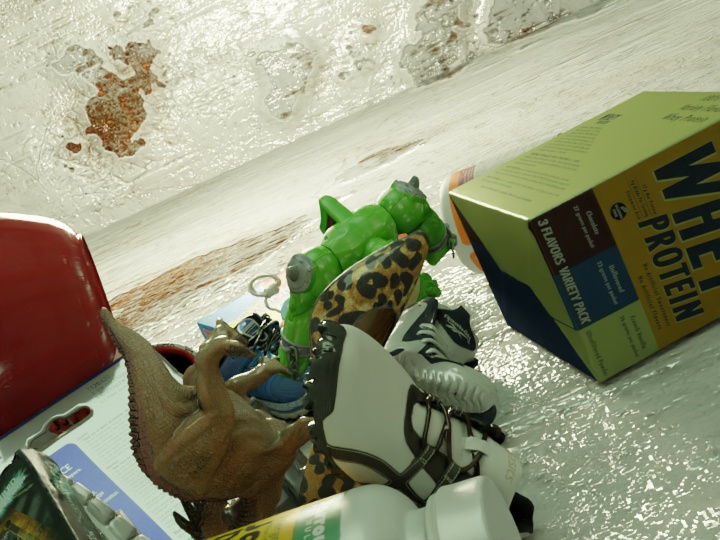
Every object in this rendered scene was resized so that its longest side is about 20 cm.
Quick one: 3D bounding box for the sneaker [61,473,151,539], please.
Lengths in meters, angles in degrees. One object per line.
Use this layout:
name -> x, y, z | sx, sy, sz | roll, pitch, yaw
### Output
sneaker -> -0.166, 0.196, 0.639 | 0.200, 0.078, 0.091 | 26, 57, 31

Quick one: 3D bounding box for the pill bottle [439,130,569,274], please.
pill bottle -> 0.188, -0.075, 1.045 | 0.200, 0.110, 0.110 | -19, 16, 23

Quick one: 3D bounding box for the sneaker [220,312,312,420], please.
sneaker -> -0.082, 0.085, 0.975 | 0.200, 0.089, 0.079 | -14, 19, 37

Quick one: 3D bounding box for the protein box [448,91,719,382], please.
protein box -> 0.209, -0.038, 0.833 | 0.200, 0.135, 0.199 | -28, 14, -6

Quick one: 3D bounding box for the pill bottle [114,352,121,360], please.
pill bottle -> -0.313, 0.141, 1.030 | 0.200, 0.114, 0.114 | -53, 23, -14

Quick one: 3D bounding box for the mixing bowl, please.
mixing bowl -> -0.262, 0.032, 0.855 | 0.108, 0.200, 0.200 | -19, 14, -10

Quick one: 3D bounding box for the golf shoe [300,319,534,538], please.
golf shoe -> 0.037, 0.091, 0.573 | 0.094, 0.200, 0.078 | -6, 51, 24

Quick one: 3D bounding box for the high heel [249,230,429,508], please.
high heel -> 0.015, 0.081, 0.711 | 0.200, 0.071, 0.143 | -52, 56, 5

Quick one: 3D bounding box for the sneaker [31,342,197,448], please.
sneaker -> -0.231, 0.108, 0.932 | 0.201, 0.067, 0.108 | -10, -13, -9

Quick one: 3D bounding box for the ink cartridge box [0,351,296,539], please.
ink cartridge box -> -0.171, 0.164, 0.757 | 0.198, 0.047, 0.200 | -35, 48, -29

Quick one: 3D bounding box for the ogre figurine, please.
ogre figurine -> 0.000, 0.000, 0.889 | 0.200, 0.120, 0.098 | -22, 50, -9

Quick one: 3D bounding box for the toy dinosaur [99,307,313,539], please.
toy dinosaur -> -0.088, 0.110, 0.620 | 0.136, 0.200, 0.086 | -52, 34, -4

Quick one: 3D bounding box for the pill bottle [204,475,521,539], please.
pill bottle -> -0.017, 0.173, 0.521 | 0.200, 0.113, 0.113 | -21, 15, 14

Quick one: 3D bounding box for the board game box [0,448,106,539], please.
board game box -> -0.221, 0.218, 0.601 | 0.200, 0.028, 0.135 | -54, 41, 0

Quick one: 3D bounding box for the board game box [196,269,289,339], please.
board game box -> -0.086, 0.049, 1.204 | 0.153, 0.040, 0.200 | -32, 16, -22

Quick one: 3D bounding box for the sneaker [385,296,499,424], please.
sneaker -> 0.061, 0.067, 0.820 | 0.130, 0.080, 0.199 | -43, 11, -28

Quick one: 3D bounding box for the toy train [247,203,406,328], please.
toy train -> -0.009, 0.014, 1.103 | 0.200, 0.056, 0.150 | -27, 42, -10
